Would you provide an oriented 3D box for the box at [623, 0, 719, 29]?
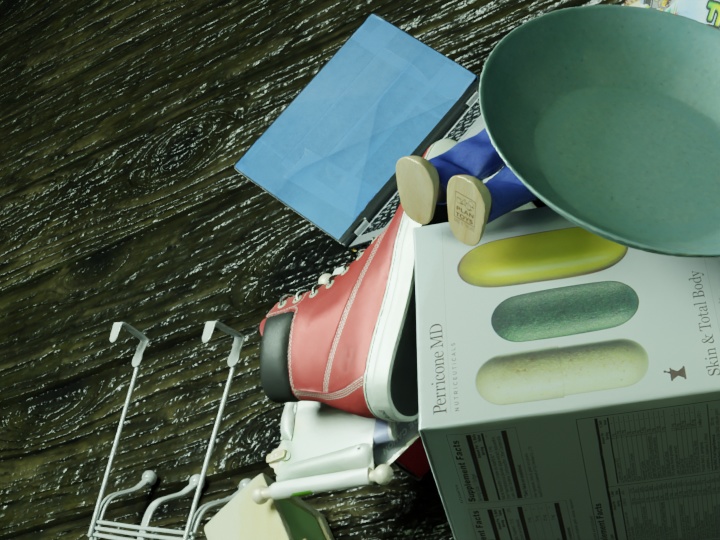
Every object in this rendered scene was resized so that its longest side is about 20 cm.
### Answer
[{"bbox_3d":[0.215,-0.128,1.015,0.110,0.034,0.202,34,112,55],"label":"box"}]

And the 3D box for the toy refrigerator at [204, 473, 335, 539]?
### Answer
[{"bbox_3d":[-0.039,0.236,1.007,0.070,0.076,0.200,-43,36,9],"label":"toy refrigerator"}]

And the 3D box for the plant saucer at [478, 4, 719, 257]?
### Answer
[{"bbox_3d":[0.159,-0.070,0.802,0.039,0.198,0.202,100,172,-47],"label":"plant saucer"}]

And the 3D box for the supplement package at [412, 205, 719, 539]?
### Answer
[{"bbox_3d":[0.142,0.062,0.843,0.198,0.151,0.153,-9,47,10],"label":"supplement package"}]

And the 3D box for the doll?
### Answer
[{"bbox_3d":[0.119,-0.079,0.865,0.199,0.049,0.136,-32,41,-33],"label":"doll"}]

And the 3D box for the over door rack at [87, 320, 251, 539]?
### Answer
[{"bbox_3d":[-0.153,0.145,1.203,0.147,0.066,0.203,-4,76,45],"label":"over door rack"}]

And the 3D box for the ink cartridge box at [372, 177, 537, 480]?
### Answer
[{"bbox_3d":[0.072,0.043,1.050,0.200,0.084,0.176,-45,38,8],"label":"ink cartridge box"}]

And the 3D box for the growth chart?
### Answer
[{"bbox_3d":[-0.001,0.067,1.022,0.144,0.018,0.202,-10,54,40],"label":"growth chart"}]

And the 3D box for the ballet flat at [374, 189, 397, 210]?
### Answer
[{"bbox_3d":[0.035,-0.107,1.237,0.075,0.064,0.201,-35,37,35],"label":"ballet flat"}]

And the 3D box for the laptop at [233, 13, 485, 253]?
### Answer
[{"bbox_3d":[0.021,-0.122,1.137,0.188,0.116,0.200,-50,10,-15],"label":"laptop"}]

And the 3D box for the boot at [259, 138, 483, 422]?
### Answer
[{"bbox_3d":[0.000,0.000,1.002,0.143,0.072,0.202,4,67,40],"label":"boot"}]
